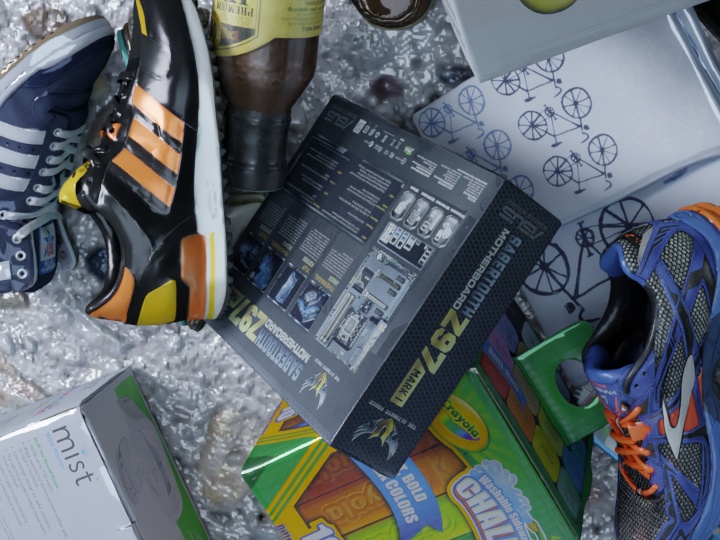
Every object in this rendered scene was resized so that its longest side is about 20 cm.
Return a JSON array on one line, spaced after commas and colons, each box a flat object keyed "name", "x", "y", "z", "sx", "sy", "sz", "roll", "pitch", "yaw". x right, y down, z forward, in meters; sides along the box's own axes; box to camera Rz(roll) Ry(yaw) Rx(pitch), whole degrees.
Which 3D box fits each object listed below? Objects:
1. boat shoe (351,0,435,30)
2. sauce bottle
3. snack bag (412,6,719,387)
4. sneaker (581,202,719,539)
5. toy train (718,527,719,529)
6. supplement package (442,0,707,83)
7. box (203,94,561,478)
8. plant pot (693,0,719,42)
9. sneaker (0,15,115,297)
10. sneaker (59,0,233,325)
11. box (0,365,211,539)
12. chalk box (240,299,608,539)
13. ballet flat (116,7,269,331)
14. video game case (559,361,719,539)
[{"name": "boat shoe", "x": 0.006, "y": -0.236, "z": 0.773, "sx": 0.075, "sy": 0.075, "sz": 0.202, "roll": -4, "pitch": 102, "yaw": 12}, {"name": "sauce bottle", "x": -0.052, "y": -0.144, "z": 0.771, "sx": 0.065, "sy": 0.065, "sz": 0.200, "roll": 9, "pitch": 108, "yaw": 9}, {"name": "snack bag", "x": 0.139, "y": -0.040, "z": 0.773, "sx": 0.189, "sy": 0.021, "sz": 0.200, "roll": -26, "pitch": 92, "yaw": 42}, {"name": "sneaker", "x": 0.150, "y": 0.064, "z": 0.724, "sx": 0.078, "sy": 0.075, "sz": 0.200, "roll": -4, "pitch": 101, "yaw": -26}, {"name": "toy train", "x": 0.262, "y": 0.078, "z": 0.755, "sx": 0.200, "sy": 0.114, "sz": 0.087, "roll": -36, "pitch": 93, "yaw": 16}, {"name": "supplement package", "x": 0.103, "y": -0.227, "z": 0.629, "sx": 0.191, "sy": 0.200, "sz": 0.147, "roll": -20, "pitch": 55, "yaw": 5}, {"name": "box", "x": 0.000, "y": 0.000, "z": 0.753, "sx": 0.051, "sy": 0.200, "sz": 0.158, "roll": 33, "pitch": 90, "yaw": -32}, {"name": "plant pot", "x": 0.310, "y": -0.113, "z": 0.693, "sx": 0.199, "sy": 0.200, "sz": 0.177, "roll": -36, "pitch": 107, "yaw": 16}, {"name": "sneaker", "x": -0.198, "y": -0.060, "z": 0.852, "sx": 0.200, "sy": 0.070, "sz": 0.109, "roll": -39, "pitch": 88, "yaw": 23}, {"name": "sneaker", "x": -0.125, "y": -0.067, "z": 0.767, "sx": 0.090, "sy": 0.070, "sz": 0.200, "roll": -7, "pitch": 92, "yaw": -16}, {"name": "box", "x": -0.197, "y": 0.190, "z": 0.896, "sx": 0.176, "sy": 0.097, "sz": 0.200, "roll": -23, "pitch": 97, "yaw": 14}, {"name": "chalk box", "x": 0.057, "y": 0.099, "z": 0.795, "sx": 0.200, "sy": 0.124, "sz": 0.125, "roll": -28, "pitch": 104, "yaw": 22}, {"name": "ballet flat", "x": -0.093, "y": -0.064, "z": 0.839, "sx": 0.075, "sy": 0.068, "sz": 0.200, "roll": -11, "pitch": 98, "yaw": 0}, {"name": "video game case", "x": 0.226, "y": 0.048, "z": 0.824, "sx": 0.143, "sy": 0.018, "sz": 0.200, "roll": 39, "pitch": 106, "yaw": 1}]
